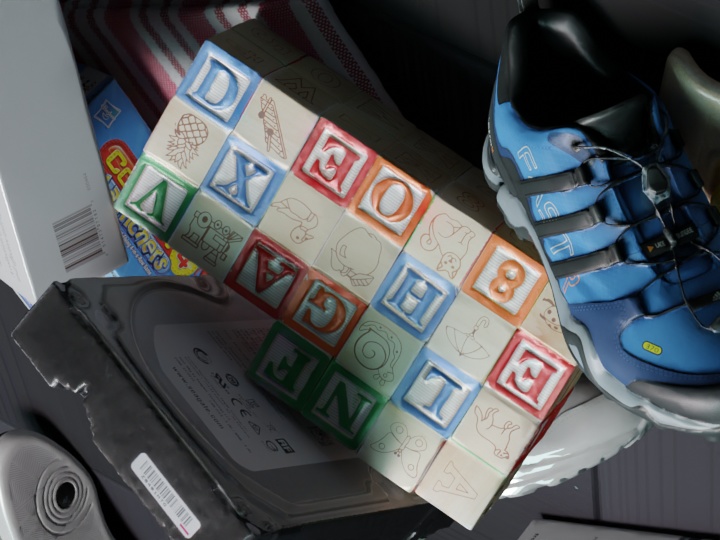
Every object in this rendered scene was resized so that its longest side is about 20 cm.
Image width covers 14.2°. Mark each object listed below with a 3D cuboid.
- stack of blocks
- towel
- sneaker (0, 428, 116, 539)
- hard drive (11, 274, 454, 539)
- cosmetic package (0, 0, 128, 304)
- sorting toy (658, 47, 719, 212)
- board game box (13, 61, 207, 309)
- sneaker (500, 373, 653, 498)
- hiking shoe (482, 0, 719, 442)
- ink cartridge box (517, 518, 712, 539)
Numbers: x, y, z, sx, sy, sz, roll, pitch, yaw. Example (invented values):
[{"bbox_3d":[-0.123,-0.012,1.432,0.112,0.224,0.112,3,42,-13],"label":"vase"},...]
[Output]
[{"bbox_3d":[0.000,0.000,1.202,0.200,0.059,0.115,35,111,7],"label":"stack of blocks"},{"bbox_3d":[-0.047,-0.070,1.307,0.199,0.030,0.147,2,137,47],"label":"towel"},{"bbox_3d":[-0.212,0.169,1.847,0.112,0.073,0.200,11,145,40],"label":"sneaker"},{"bbox_3d":[-0.043,0.061,1.227,0.140,0.038,0.200,50,-159,20],"label":"hard drive"},{"bbox_3d":[-0.175,-0.101,1.214,0.151,0.052,0.201,34,145,50],"label":"cosmetic package"},{"bbox_3d":[0.190,0.016,1.132,0.200,0.037,0.185,31,153,15],"label":"sorting toy"},{"bbox_3d":[-0.135,-0.024,1.409,0.200,0.056,0.196,25,154,53],"label":"board game box"},{"bbox_3d":[0.044,0.048,1.320,0.199,0.078,0.100,-6,105,33],"label":"sneaker"},{"bbox_3d":[0.098,-0.018,1.079,0.200,0.074,0.087,53,161,41],"label":"hiking shoe"},{"bbox_3d":[0.166,0.204,1.414,0.200,0.083,0.147,3,137,51],"label":"ink cartridge box"}]
